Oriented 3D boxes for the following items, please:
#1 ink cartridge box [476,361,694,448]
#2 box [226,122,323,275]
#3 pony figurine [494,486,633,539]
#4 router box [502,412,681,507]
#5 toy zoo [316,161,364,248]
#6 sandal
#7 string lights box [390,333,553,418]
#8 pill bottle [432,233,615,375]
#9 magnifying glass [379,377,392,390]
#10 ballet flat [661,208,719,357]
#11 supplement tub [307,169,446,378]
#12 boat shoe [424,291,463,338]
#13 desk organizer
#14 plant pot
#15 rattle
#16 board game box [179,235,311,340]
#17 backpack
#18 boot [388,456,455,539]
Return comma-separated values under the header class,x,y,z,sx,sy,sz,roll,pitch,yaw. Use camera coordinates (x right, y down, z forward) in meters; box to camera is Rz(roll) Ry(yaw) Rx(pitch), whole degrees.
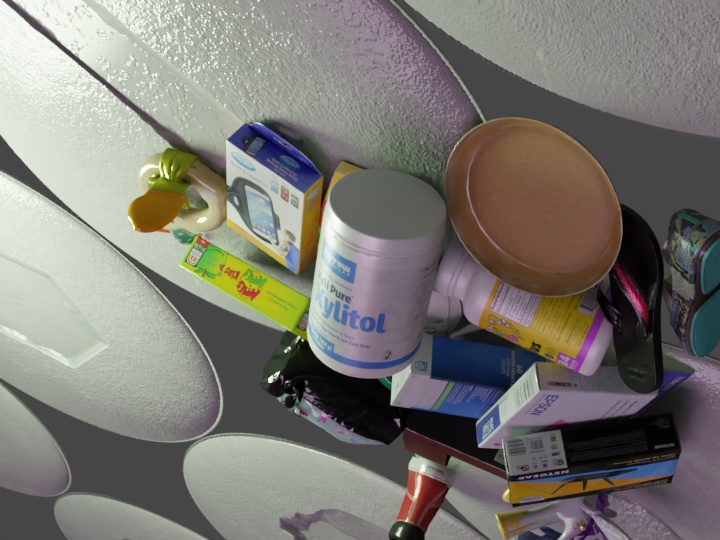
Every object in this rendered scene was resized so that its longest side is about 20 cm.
class,x,y,z,sx,sy,sz,roll,pitch,yaw
ink cartridge box,0.262,0.166,1.508,0.200,0.043,0.196,5,152,-14
box,-0.104,-0.088,1.525,0.119,0.041,0.200,35,153,16
pony figurine,0.282,0.315,1.665,0.193,0.200,0.167,65,177,-36
router box,0.273,0.228,1.528,0.200,0.051,0.149,-9,155,5
toy zoo,0.016,-0.055,1.507,0.131,0.020,0.200,29,149,3
sandal,0.270,0.032,1.301,0.075,0.045,0.200,9,110,59
string lights box,0.146,0.137,1.569,0.200,0.059,0.103,10,150,-9
pill bottle,0.184,0.030,1.406,0.200,0.104,0.104,25,149,10
magnifying glass,0.104,0.145,1.683,0.200,0.080,0.022,28,148,-16
ballet flat,0.336,0.009,1.299,0.074,0.074,0.200,17,145,22
supplement tub,0.015,0.006,1.392,0.132,0.132,0.200,21,130,15
boat shoe,0.080,0.065,1.582,0.072,0.066,0.200,28,149,5
desk organizer,0.159,0.240,1.765,0.200,0.072,0.077,22,151,14
plant pot,0.177,-0.066,1.298,0.200,0.027,0.200,20,128,28
rattle,-0.247,-0.051,1.633,0.130,0.143,0.200,19,146,-18
board game box,-0.126,0.029,1.640,0.200,0.048,0.102,28,177,31
backpack,-0.021,0.147,1.723,0.200,0.167,0.127,39,164,-19
boot,0.082,0.351,1.877,0.072,0.144,0.200,22,173,7
